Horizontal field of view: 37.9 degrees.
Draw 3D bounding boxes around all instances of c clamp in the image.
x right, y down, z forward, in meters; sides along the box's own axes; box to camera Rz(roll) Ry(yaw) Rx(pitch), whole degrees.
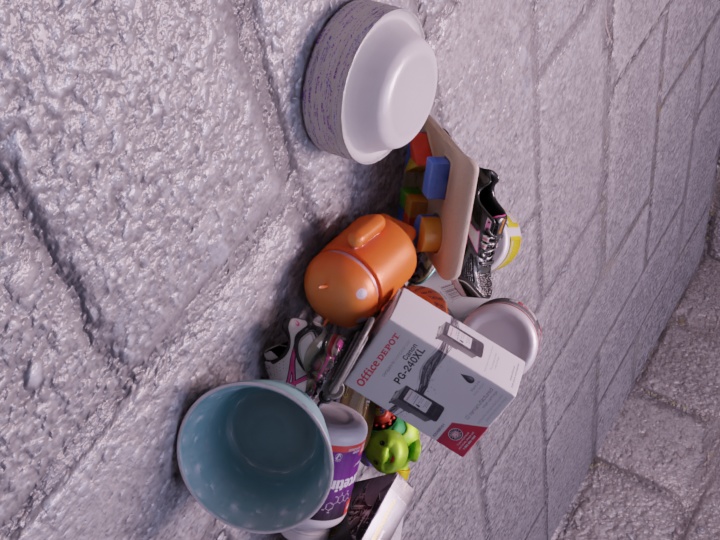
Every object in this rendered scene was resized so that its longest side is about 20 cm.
[{"bbox_3d":[-0.027,0.142,1.387,0.171,0.027,0.200,-58,178,-18],"label":"c clamp"}]

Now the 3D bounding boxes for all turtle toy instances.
[{"bbox_3d":[0.043,0.268,1.697,0.200,0.101,0.146,-133,-122,-71],"label":"turtle toy"}]

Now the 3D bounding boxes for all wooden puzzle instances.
[{"bbox_3d":[0.097,-0.108,1.498,0.046,0.200,0.185,-2,118,-20],"label":"wooden puzzle"}]

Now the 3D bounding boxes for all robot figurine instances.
[{"bbox_3d":[0.000,0.002,1.442,0.144,0.117,0.200,-30,-170,48],"label":"robot figurine"}]

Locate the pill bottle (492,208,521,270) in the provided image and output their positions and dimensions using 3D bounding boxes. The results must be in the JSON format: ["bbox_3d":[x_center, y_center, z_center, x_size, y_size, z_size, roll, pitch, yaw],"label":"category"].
[{"bbox_3d":[0.212,-0.054,1.784,0.200,0.114,0.114,-9,118,-72],"label":"pill bottle"}]

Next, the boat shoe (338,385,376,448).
[{"bbox_3d":[-0.005,0.175,1.616,0.074,0.066,0.200,44,59,-69],"label":"boat shoe"}]

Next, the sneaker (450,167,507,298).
[{"bbox_3d":[0.171,-0.055,1.514,0.080,0.086,0.200,-20,103,-50],"label":"sneaker"}]

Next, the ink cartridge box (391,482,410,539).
[{"bbox_3d":[-0.013,0.434,1.683,0.198,0.043,0.200,-39,-168,21],"label":"ink cartridge box"}]

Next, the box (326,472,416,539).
[{"bbox_3d":[-0.022,0.399,1.614,0.048,0.200,0.158,46,51,-16],"label":"box"}]

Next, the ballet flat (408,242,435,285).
[{"bbox_3d":[0.107,-0.070,1.646,0.200,0.072,0.072,-61,154,-32],"label":"ballet flat"}]

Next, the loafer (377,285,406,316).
[{"bbox_3d":[0.059,0.066,1.638,0.200,0.070,0.070,57,16,-53],"label":"loafer"}]

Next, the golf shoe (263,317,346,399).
[{"bbox_3d":[-0.091,0.136,1.425,0.200,0.092,0.073,-63,179,41],"label":"golf shoe"}]

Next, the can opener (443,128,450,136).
[{"bbox_3d":[0.150,-0.127,1.598,0.063,0.079,0.200,-17,86,-76],"label":"can opener"}]

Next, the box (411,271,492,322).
[{"bbox_3d":[0.154,0.112,1.778,0.097,0.124,0.200,-19,132,-19],"label":"box"}]

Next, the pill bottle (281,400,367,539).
[{"bbox_3d":[-0.063,0.301,1.551,0.112,0.112,0.200,-18,125,-58],"label":"pill bottle"}]

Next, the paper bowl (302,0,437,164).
[{"bbox_3d":[0.023,-0.233,1.323,0.201,0.104,0.201,-40,142,-42],"label":"paper bowl"}]

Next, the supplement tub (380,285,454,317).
[{"bbox_3d":[0.087,0.124,1.561,0.123,0.122,0.200,-50,149,-32],"label":"supplement tub"}]

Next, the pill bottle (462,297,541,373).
[{"bbox_3d":[0.213,0.100,1.580,0.200,0.116,0.116,-12,122,-78],"label":"pill bottle"}]

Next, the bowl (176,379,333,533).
[{"bbox_3d":[-0.120,0.219,1.327,0.105,0.201,0.201,-49,154,-72],"label":"bowl"}]

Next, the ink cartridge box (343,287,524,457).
[{"bbox_3d":[0.097,0.138,1.425,0.145,0.200,0.083,-57,-177,37],"label":"ink cartridge box"}]
